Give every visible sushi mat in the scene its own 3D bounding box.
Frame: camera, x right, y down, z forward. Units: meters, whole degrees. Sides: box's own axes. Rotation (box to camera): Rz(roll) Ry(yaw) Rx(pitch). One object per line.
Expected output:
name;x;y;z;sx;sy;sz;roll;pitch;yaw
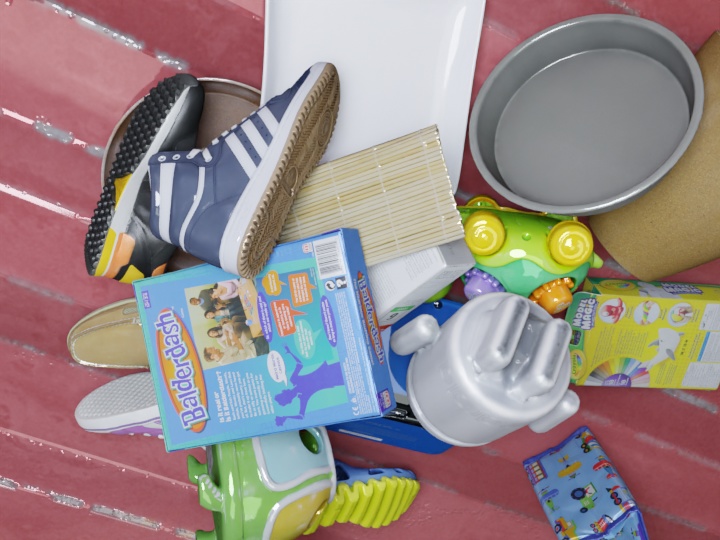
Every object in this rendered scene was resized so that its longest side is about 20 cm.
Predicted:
sushi mat;-0.016;-0.045;0.674;0.200;0.012;0.096;-17;89;20

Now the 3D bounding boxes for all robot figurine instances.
robot figurine;0.108;0.091;0.715;0.169;0.113;0.200;32;152;-1

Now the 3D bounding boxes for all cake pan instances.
cake pan;0.196;-0.133;0.707;0.200;0.200;0.037;-36;146;9

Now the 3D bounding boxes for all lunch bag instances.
lunch bag;0.293;0.311;0.937;0.094;0.151;0.200;-33;115;8

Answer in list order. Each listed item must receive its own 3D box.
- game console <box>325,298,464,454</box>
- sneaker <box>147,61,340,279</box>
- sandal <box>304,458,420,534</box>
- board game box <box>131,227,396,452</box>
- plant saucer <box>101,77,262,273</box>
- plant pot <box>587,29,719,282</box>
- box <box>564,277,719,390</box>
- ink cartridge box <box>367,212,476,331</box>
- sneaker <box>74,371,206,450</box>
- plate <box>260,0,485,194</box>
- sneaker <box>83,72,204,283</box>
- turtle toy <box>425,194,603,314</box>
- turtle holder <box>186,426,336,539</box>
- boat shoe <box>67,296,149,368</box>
game console;0.025;0.104;0.849;0.200;0.118;0.171;16;154;-7
sneaker;-0.096;-0.097;0.652;0.108;0.200;0.070;17;158;18
sandal;-0.020;0.239;0.901;0.200;0.087;0.080;10;118;-35
board game box;-0.083;0.060;0.672;0.200;0.045;0.152;-12;88;19
plant saucer;-0.139;-0.084;0.758;0.200;0.034;0.201;-4;115;-8
plant pot;0.319;-0.086;0.755;0.186;0.186;0.200;34;120;-21
box;0.310;0.071;0.887;0.200;0.048;0.117;3;115;-12
ink cartridge box;0.000;0.000;0.738;0.050;0.109;0.200;-5;153;-48
sneaker;-0.190;0.165;0.848;0.200;0.073;0.114;-9;119;-4
plate;0.005;-0.167;0.721;0.199;0.032;0.200;0;109;-19
sneaker;-0.170;-0.075;0.712;0.090;0.070;0.200;18;111;-35
turtle toy;0.126;-0.012;0.759;0.200;0.146;0.101;6;104;7
turtle holder;-0.090;0.202;0.757;0.132;0.186;0.141;-4;116;-17
boat shoe;-0.194;0.066;0.797;0.200;0.076;0.072;-12;116;-2
